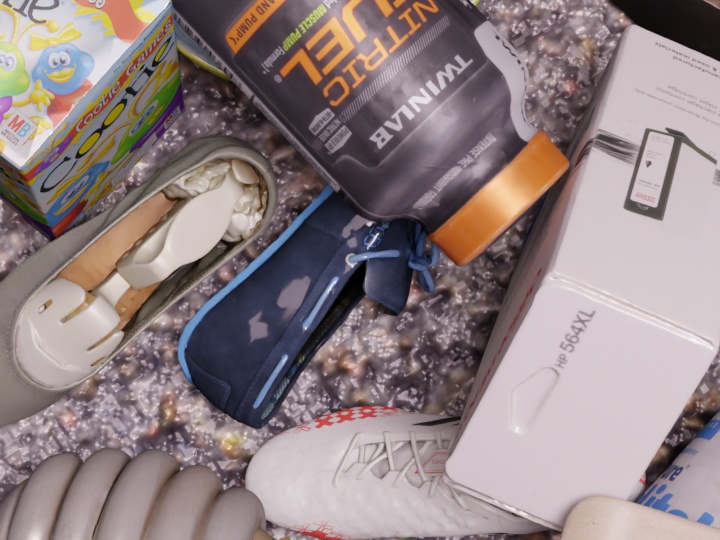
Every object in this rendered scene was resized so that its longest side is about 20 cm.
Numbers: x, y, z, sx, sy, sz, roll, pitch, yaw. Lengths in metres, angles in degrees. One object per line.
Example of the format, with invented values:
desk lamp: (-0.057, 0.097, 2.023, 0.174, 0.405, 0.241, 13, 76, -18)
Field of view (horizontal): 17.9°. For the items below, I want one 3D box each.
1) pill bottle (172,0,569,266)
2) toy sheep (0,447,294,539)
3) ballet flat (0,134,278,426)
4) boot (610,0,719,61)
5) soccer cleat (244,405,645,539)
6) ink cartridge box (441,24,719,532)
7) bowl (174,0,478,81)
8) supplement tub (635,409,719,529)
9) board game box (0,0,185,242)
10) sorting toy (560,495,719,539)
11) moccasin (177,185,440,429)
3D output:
pill bottle: (0.004, -0.096, 1.046, 0.106, 0.106, 0.200, -44, 90, -8)
toy sheep: (-0.115, 0.148, 1.093, 0.200, 0.138, 0.138, 13, 80, 4)
ballet flat: (-0.123, 0.005, 1.141, 0.200, 0.064, 0.067, -42, 110, -9)
boot: (0.163, -0.164, 1.189, 0.200, 0.074, 0.076, 32, 71, 5)
soccer cleat: (0.043, 0.100, 1.128, 0.200, 0.085, 0.069, 2, 81, -3)
ink cartridge box: (0.118, 0.005, 1.072, 0.084, 0.146, 0.200, 23, 43, -1)
bowl: (-0.031, -0.179, 1.156, 0.200, 0.108, 0.201, 0, 85, -4)
supplement tub: (0.187, 0.150, 1.105, 0.132, 0.132, 0.200, 42, 81, 4)
board game box: (-0.157, -0.097, 1.093, 0.105, 0.200, 0.103, 40, 81, 4)
sorting toy: (0.166, 0.213, 1.013, 0.200, 0.036, 0.185, 17, 85, -7)
moccasin: (0.000, 0.000, 1.152, 0.200, 0.080, 0.068, -45, 71, 4)
